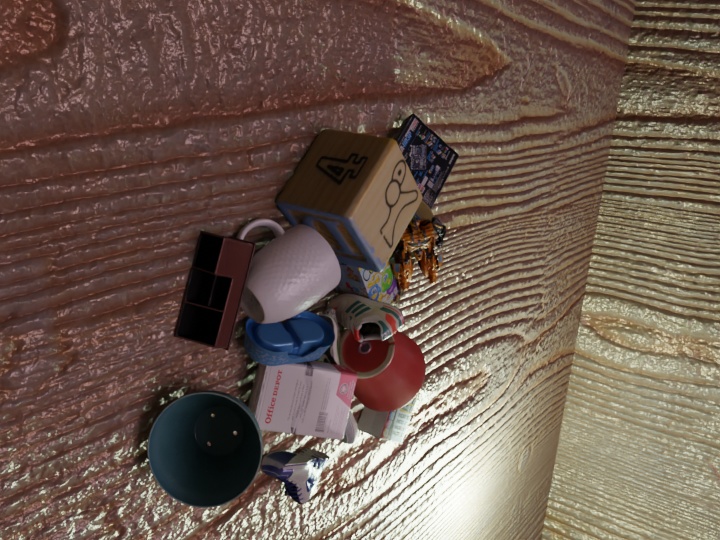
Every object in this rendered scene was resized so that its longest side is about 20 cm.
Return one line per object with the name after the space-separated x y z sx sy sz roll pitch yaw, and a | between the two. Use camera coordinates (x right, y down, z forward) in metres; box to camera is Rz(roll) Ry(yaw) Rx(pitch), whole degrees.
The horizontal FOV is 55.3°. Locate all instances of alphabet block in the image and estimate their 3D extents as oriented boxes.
-0.018 -0.144 1.406 0.201 0.195 0.196 -59 145 -22 | alphabet block

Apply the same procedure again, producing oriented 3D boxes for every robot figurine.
0.129 -0.041 1.567 0.144 0.058 0.201 -13 142 -4 | robot figurine

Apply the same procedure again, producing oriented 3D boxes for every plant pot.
0.039 0.211 1.613 0.201 0.199 0.177 -64 150 -16 | plant pot
-0.270 0.309 1.252 0.135 0.199 0.202 -112 -144 -89 | plant pot

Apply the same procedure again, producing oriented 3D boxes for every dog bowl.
-0.147 0.139 1.391 0.199 0.112 0.050 -2 130 -40 | dog bowl

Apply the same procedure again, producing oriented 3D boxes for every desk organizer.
-0.262 0.036 1.234 0.077 0.071 0.202 13 91 -54 | desk organizer

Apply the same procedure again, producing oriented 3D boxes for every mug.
-0.162 -0.005 1.320 0.175 0.147 0.201 -37 102 -33 | mug

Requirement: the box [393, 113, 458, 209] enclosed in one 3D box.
0.132 -0.249 1.629 0.159 0.046 0.201 38 61 -17 | box

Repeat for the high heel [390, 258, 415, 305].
0.082 0.010 1.712 0.200 0.071 0.144 -28 133 -67 | high heel

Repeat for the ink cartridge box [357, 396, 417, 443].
0.094 0.357 1.863 0.175 0.083 0.201 32 76 -55 | ink cartridge box

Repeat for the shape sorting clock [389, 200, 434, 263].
0.074 -0.097 1.588 0.039 0.198 0.201 -91 170 -54 | shape sorting clock

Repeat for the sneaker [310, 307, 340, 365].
-0.067 0.171 1.531 0.089 0.076 0.201 -53 149 -57 | sneaker

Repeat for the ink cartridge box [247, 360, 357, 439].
-0.124 0.261 1.428 0.199 0.085 0.147 13 92 -23 | ink cartridge box

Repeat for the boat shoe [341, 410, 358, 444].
-0.062 0.352 1.659 0.071 0.070 0.202 -34 126 -31 | boat shoe

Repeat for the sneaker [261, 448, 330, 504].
-0.146 0.476 1.564 0.199 0.080 0.116 19 85 -58 | sneaker

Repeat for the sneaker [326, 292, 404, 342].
-0.007 0.109 1.513 0.093 0.199 0.071 -42 133 -45 | sneaker

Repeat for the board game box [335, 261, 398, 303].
0.000 0.000 1.568 0.103 0.104 0.201 -52 141 -31 | board game box
